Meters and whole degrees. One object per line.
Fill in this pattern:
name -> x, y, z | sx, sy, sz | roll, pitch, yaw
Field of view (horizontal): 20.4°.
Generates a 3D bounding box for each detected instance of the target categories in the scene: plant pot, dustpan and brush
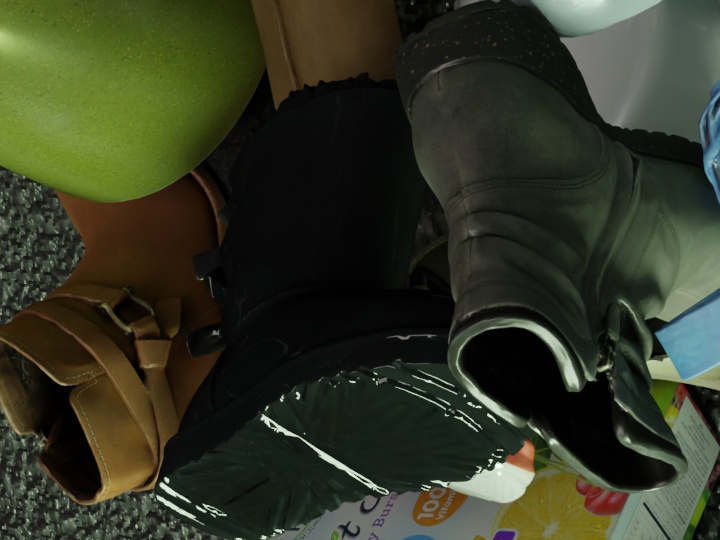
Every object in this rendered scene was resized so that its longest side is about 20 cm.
plant pot -> -0.164, -0.137, 0.855 | 0.186, 0.199, 0.189 | -5, 80, 34
dustpan and brush -> 0.117, -0.080, 0.745 | 0.200, 0.057, 0.141 | -28, 51, 47

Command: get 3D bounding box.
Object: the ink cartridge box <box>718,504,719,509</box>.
ink cartridge box -> 0.240, 0.137, 0.710 | 0.145, 0.083, 0.201 | -31, 84, 43

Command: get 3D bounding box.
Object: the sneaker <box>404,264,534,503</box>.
sneaker -> 0.013, 0.041, 0.803 | 0.199, 0.077, 0.082 | 4, 72, 56

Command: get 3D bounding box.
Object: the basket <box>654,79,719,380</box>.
basket -> 0.190, -0.033, 0.606 | 0.176, 0.200, 0.140 | -31, 82, 29

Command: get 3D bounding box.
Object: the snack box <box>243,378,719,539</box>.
snack box -> 0.037, 0.114, 0.840 | 0.199, 0.143, 0.053 | -4, 133, 42

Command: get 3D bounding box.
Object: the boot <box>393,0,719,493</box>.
boot -> 0.078, 0.015, 0.627 | 0.067, 0.200, 0.131 | -27, 53, 29

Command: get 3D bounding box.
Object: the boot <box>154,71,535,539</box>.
boot -> 0.001, 0.000, 0.716 | 0.073, 0.163, 0.198 | 30, 147, -24

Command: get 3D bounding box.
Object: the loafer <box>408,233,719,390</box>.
loafer -> 0.095, 0.007, 0.790 | 0.199, 0.068, 0.076 | 1, 70, 34

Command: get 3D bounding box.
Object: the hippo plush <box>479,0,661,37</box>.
hippo plush -> 0.079, -0.163, 0.601 | 0.160, 0.159, 0.201 | -22, 55, 32

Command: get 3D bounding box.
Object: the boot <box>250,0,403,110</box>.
boot -> 0.001, -0.105, 0.789 | 0.175, 0.066, 0.201 | -128, 20, -51

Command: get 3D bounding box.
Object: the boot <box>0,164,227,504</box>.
boot -> -0.124, 0.017, 0.938 | 0.200, 0.155, 0.077 | 54, 132, 13
